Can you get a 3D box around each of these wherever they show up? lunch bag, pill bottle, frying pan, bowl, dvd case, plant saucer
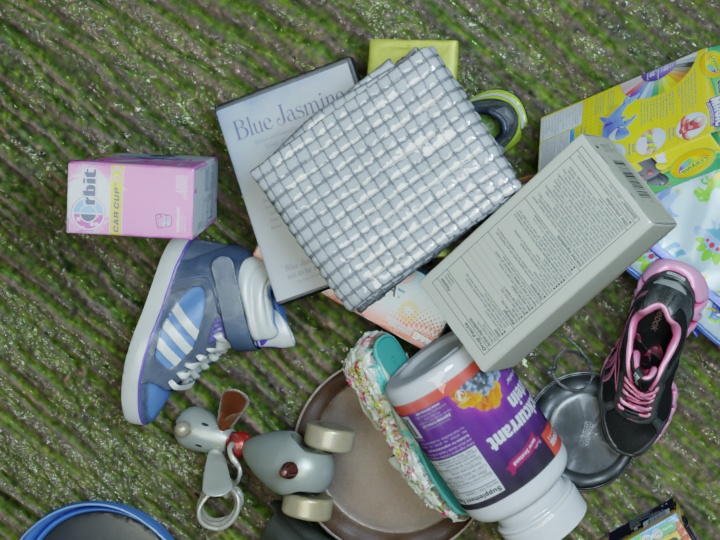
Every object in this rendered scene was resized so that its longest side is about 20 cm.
[{"bbox_3d":[0.327,-0.030,1.511,0.200,0.082,0.161,42,104,3],"label":"lunch bag"},{"bbox_3d":[0.120,0.159,1.501,0.111,0.111,0.200,-33,99,12],"label":"pill bottle"},{"bbox_3d":[0.186,0.134,1.564,0.190,0.031,0.115,36,90,-7],"label":"frying pan"},{"bbox_3d":[-0.265,0.332,1.672,0.199,0.039,0.202,1,97,9],"label":"bowl"},{"bbox_3d":[-0.042,-0.084,1.533,0.142,0.018,0.201,-19,84,11],"label":"dvd case"},{"bbox_3d":[0.033,0.181,1.608,0.199,0.034,0.202,1,98,9],"label":"plant saucer"}]

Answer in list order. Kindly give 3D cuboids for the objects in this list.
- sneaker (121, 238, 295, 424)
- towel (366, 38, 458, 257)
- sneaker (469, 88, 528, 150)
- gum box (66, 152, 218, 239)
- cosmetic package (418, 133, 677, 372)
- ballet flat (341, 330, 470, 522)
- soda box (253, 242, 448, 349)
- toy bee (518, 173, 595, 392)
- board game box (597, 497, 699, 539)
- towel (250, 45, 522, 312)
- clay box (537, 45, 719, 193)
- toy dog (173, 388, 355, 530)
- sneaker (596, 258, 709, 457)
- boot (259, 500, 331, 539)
[{"bbox_3d":[-0.142,0.074,1.599,0.146,0.081,0.201,18,94,11],"label":"sneaker"},{"bbox_3d":[0.044,-0.111,1.499,0.086,0.018,0.201,3,89,10],"label":"towel"},{"bbox_3d":[0.063,-0.109,1.542,0.199,0.081,0.074,-32,91,12],"label":"sneaker"},{"bbox_3d":[-0.200,-0.074,1.535,0.113,0.200,0.067,3,97,1],"label":"gum box"},{"bbox_3d":[0.160,-0.014,1.407,0.200,0.073,0.104,-42,72,23],"label":"cosmetic package"},{"bbox_3d":[0.045,0.151,1.561,0.064,0.075,0.201,-28,87,42],"label":"ballet flat"},{"bbox_3d":[0.000,0.000,1.576,0.199,0.064,0.069,29,100,4],"label":"soda box"},{"bbox_3d":[0.169,0.006,1.507,0.131,0.109,0.201,-37,73,26],"label":"toy bee"},{"bbox_3d":[0.261,0.342,1.579,0.199,0.057,0.166,-31,93,11],"label":"board game box"},{"bbox_3d":[0.027,-0.082,1.452,0.200,0.086,0.166,-36,81,9],"label":"towel"},{"bbox_3d":[0.254,-0.121,1.454,0.199,0.115,0.048,-20,131,29],"label":"clay box"},{"bbox_3d":[-0.105,0.180,1.569,0.199,0.096,0.133,-9,79,26],"label":"toy dog"},{"bbox_3d":[0.255,0.091,1.480,0.079,0.095,0.201,16,118,13],"label":"sneaker"},{"bbox_3d":[-0.058,0.339,1.635,0.138,0.077,0.201,34,115,26],"label":"boot"}]
